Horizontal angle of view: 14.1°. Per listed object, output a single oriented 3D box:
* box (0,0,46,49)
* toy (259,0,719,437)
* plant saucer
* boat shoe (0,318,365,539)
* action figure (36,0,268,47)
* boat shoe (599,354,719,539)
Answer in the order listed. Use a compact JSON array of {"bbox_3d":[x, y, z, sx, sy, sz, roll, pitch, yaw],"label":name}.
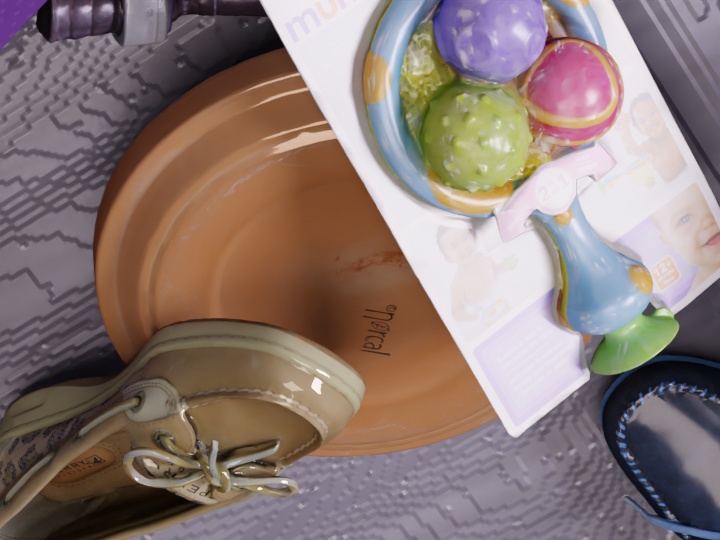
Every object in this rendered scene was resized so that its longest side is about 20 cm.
[{"bbox_3d":[-0.197,-0.105,1.031,0.200,0.039,0.137,-43,74,17],"label":"box"},{"bbox_3d":[0.059,-0.050,1.009,0.115,0.047,0.200,-36,114,-17],"label":"toy"},{"bbox_3d":[0.000,0.000,1.085,0.199,0.032,0.201,-3,133,-3],"label":"plant saucer"},{"bbox_3d":[-0.073,0.070,1.081,0.073,0.063,0.200,35,146,-24],"label":"boat shoe"},{"bbox_3d":[-0.015,-0.118,1.051,0.199,0.069,0.131,5,107,-7],"label":"action figure"},{"bbox_3d":[0.181,0.106,1.146,0.200,0.069,0.084,34,109,-14],"label":"boat shoe"}]
